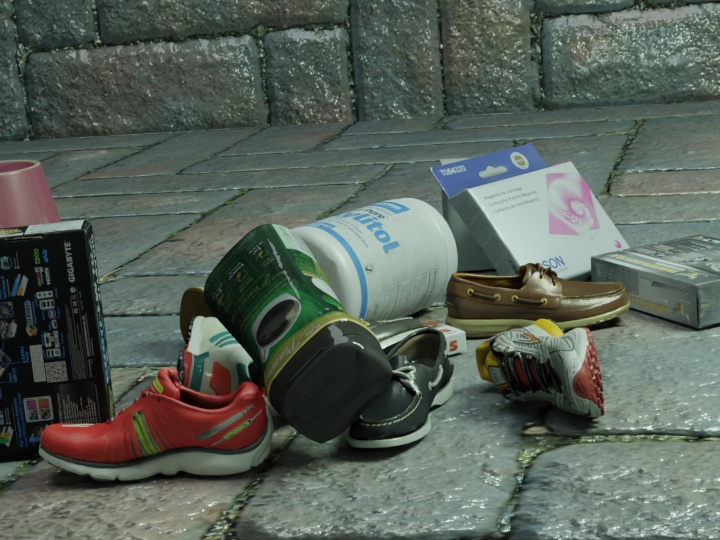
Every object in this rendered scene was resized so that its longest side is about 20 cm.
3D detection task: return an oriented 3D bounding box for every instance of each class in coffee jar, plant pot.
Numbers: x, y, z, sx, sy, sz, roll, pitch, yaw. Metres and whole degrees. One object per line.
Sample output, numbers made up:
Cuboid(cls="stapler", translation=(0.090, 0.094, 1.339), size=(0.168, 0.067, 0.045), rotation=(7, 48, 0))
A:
Cuboid(cls="coffee jar", translation=(-0.054, 0.053, 1.279), size=(0.085, 0.104, 0.200), rotation=(38, 10, -42))
Cuboid(cls="plant pot", translation=(-0.457, -0.041, 1.887), size=(0.198, 0.181, 0.200), rotation=(-4, 13, 1))

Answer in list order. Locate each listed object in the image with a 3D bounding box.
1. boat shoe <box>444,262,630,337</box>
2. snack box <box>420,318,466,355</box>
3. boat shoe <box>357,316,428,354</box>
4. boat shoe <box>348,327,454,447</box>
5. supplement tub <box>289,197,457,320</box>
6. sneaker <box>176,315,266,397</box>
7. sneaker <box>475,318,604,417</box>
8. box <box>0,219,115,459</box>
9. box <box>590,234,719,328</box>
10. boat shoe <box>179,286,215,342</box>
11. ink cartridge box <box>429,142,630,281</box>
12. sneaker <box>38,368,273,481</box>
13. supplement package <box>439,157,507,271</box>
Cuboid(cls="boat shoe", translation=(0.187, 0.027, 1.584), size=(0.198, 0.068, 0.072), rotation=(-5, 12, 1))
Cuboid(cls="snack box", translation=(0.005, 0.084, 1.499), size=(0.199, 0.025, 0.072), rotation=(-11, 15, -28))
Cuboid(cls="boat shoe", translation=(-0.011, 0.075, 1.403), size=(0.200, 0.072, 0.061), rotation=(-20, 61, -47))
Cuboid(cls="boat shoe", translation=(0.038, 0.103, 1.318), size=(0.073, 0.061, 0.200), rotation=(2, 15, 22))
Cuboid(cls="supplement tub", translation=(0.000, 0.000, 1.634), size=(0.131, 0.133, 0.199), rotation=(5, 17, 38))
Cuboid(cls="sneaker", translation=(-0.128, 0.098, 1.432), size=(0.093, 0.071, 0.200), rotation=(13, 10, -3))
Cuboid(cls="sneaker", translation=(0.158, 0.093, 1.315), size=(0.081, 0.079, 0.200), rotation=(-12, 4, -12))
Cuboid(cls="box", translation=(-0.323, 0.066, 1.305), size=(0.197, 0.202, 0.050), rotation=(-6, 12, -2))
Cuboid(cls="box", translation=(0.373, 0.009, 1.637), size=(0.157, 0.049, 0.200), rotation=(-11, 14, -24))
Cuboid(cls="boat shoe", translation=(-0.129, 0.060, 1.580), size=(0.069, 0.074, 0.199), rotation=(1, 8, -32))
Cuboid(cls="ink cartridge box", translation=(0.206, -0.069, 1.769), size=(0.195, 0.201, 0.043), rotation=(-17, -22, -42))
Cuboid(cls="sneaker", translation=(-0.172, 0.124, 1.248), size=(0.198, 0.086, 0.077), rotation=(-4, 12, 3))
Cuboid(cls="supplement package", translation=(0.167, -0.078, 1.953), size=(0.116, 0.118, 0.200), rotation=(-5, 13, 1))
